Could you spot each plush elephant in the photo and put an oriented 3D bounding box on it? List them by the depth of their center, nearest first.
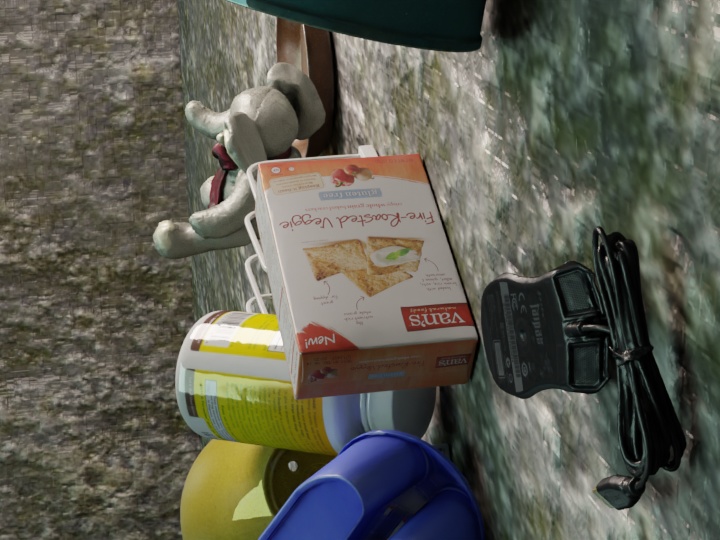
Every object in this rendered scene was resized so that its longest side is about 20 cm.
[{"bbox_3d":[-0.109,-0.111,1.535,0.165,0.199,0.155,-46,-51,-55],"label":"plush elephant"}]

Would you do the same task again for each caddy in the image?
[{"bbox_3d":[0.008,0.213,1.198,0.141,0.105,0.200,45,127,13],"label":"caddy"}]

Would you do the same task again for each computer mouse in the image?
[{"bbox_3d":[0.125,0.058,0.853,0.200,0.046,0.141,147,113,-72],"label":"computer mouse"}]

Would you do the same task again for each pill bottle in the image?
[{"bbox_3d":[-0.043,0.093,1.288,0.109,0.199,0.110,-14,-73,-60],"label":"pill bottle"}]

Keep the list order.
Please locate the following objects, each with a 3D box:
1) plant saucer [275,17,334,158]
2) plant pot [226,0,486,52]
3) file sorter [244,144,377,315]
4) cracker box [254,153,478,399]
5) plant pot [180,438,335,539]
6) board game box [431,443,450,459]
[{"bbox_3d":[-0.057,-0.207,1.658,0.200,0.034,0.201,176,90,-78],"label":"plant saucer"},{"bbox_3d":[0.002,-0.255,0.988,0.200,0.199,0.189,-124,46,-68],"label":"plant pot"},{"bbox_3d":[-0.036,0.010,1.411,0.139,0.124,0.201,-115,23,-58],"label":"file sorter"},{"bbox_3d":[0.000,0.000,1.203,0.058,0.134,0.200,99,162,-47],"label":"cracker box"},{"bbox_3d":[-0.052,0.207,1.410,0.142,0.199,0.201,129,136,-66],"label":"plant pot"},{"bbox_3d":[0.053,0.247,1.294,0.134,0.034,0.201,138,126,-76],"label":"board game box"}]
